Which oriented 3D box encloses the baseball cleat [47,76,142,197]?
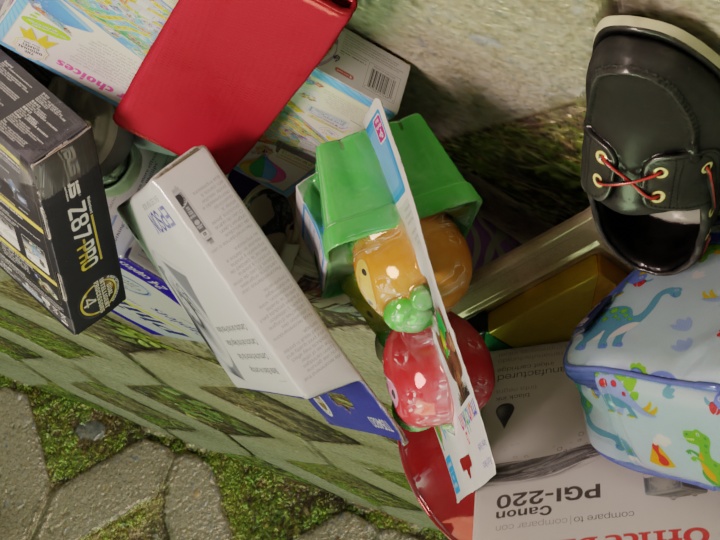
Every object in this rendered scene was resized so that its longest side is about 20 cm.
[{"bbox_3d":[-0.174,-0.085,0.997,0.106,0.070,0.200,15,177,-35],"label":"baseball cleat"}]

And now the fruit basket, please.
[{"bbox_3d":[0.025,0.026,0.845,0.093,0.201,0.185,-11,169,-5],"label":"fruit basket"}]

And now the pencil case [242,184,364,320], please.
[{"bbox_3d":[0.000,0.000,1.054,0.199,0.078,0.089,18,-177,-42],"label":"pencil case"}]

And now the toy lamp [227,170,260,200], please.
[{"bbox_3d":[-0.021,-0.023,1.128,0.058,0.058,0.200,12,161,35],"label":"toy lamp"}]

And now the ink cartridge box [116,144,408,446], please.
[{"bbox_3d":[-0.066,0.027,0.913,0.200,0.041,0.200,55,167,-6],"label":"ink cartridge box"}]

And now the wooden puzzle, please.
[{"bbox_3d":[0.138,0.045,0.964,0.200,0.037,0.185,-34,130,31],"label":"wooden puzzle"}]

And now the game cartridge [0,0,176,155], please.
[{"bbox_3d":[-0.195,-0.140,0.994,0.132,0.041,0.200,11,162,24],"label":"game cartridge"}]

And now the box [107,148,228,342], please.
[{"bbox_3d":[-0.158,-0.020,1.237,0.184,0.105,0.199,34,162,-37],"label":"box"}]

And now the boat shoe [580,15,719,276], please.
[{"bbox_3d":[0.144,-0.056,0.748,0.073,0.063,0.201,19,164,20],"label":"boat shoe"}]

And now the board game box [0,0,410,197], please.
[{"bbox_3d":[-0.091,-0.120,0.849,0.199,0.034,0.134,28,151,-20],"label":"board game box"}]

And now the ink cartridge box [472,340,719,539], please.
[{"bbox_3d":[0.141,0.129,0.877,0.145,0.201,0.085,-9,127,13],"label":"ink cartridge box"}]

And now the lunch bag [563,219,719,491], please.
[{"bbox_3d":[0.218,0.041,0.802,0.199,0.161,0.083,9,130,48],"label":"lunch bag"}]

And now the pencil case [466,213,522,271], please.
[{"bbox_3d":[0.096,0.014,1.024,0.200,0.086,0.084,32,156,-31],"label":"pencil case"}]

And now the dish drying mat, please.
[{"bbox_3d":[-0.070,-0.108,0.803,0.076,0.018,0.200,25,153,-13],"label":"dish drying mat"}]

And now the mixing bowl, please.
[{"bbox_3d":[0.142,0.132,1.245,0.199,0.201,0.108,26,136,-18],"label":"mixing bowl"}]

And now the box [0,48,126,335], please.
[{"bbox_3d":[-0.230,-0.073,0.931,0.200,0.049,0.162,38,153,26],"label":"box"}]
